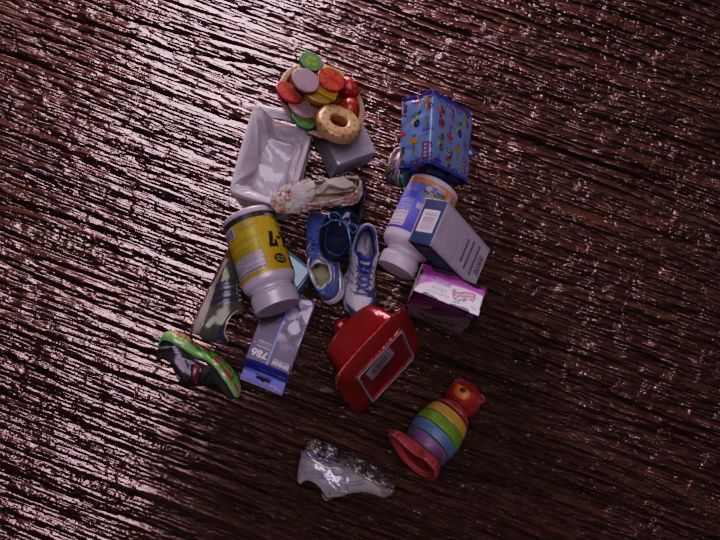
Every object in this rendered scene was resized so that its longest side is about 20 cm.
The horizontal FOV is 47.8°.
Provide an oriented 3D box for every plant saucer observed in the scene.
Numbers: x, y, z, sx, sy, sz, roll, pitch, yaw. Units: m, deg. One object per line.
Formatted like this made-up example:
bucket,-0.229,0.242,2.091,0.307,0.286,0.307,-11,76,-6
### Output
plant saucer,-0.189,-0.033,1.714,0.199,0.019,0.070,38,78,5

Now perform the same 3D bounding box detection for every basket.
basket,-0.182,-0.220,1.703,0.133,0.124,0.204,15,75,0

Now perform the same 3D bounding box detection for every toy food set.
toy food set,-0.079,-0.352,1.672,0.195,0.049,0.203,24,55,-12

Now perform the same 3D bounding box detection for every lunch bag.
lunch bag,0.180,-0.274,1.718,0.198,0.093,0.154,10,80,-43

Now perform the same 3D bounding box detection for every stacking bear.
stacking bear,0.165,0.302,1.609,0.120,0.115,0.200,31,65,29

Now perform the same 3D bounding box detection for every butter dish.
butter dish,0.004,0.150,1.617,0.200,0.200,0.147,-45,59,-11

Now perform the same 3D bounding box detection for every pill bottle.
pill bottle,-0.196,-0.017,1.627,0.112,0.114,0.203,-19,76,-7
pill bottle,0.115,-0.088,1.693,0.110,0.112,0.203,25,77,3

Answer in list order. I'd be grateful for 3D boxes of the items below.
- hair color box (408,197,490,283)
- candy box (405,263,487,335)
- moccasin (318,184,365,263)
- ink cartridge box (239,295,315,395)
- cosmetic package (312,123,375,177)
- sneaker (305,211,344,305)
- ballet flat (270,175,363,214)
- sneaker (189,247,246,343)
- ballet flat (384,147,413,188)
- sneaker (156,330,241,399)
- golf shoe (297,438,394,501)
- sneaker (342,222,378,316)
hair color box,0.183,-0.052,1.649,0.060,0.200,0.101,13,71,41
candy box,0.164,0.062,1.615,0.134,0.200,0.062,21,76,4
moccasin,-0.038,-0.107,1.672,0.079,0.068,0.203,24,50,-14
ink cartridge box,-0.169,0.142,1.664,0.098,0.039,0.204,19,77,1
cosmetic package,-0.056,-0.314,1.749,0.100,0.074,0.203,-22,80,-23
sneaker,-0.076,-0.033,1.679,0.074,0.077,0.204,-19,69,13
ballet flat,-0.083,-0.160,1.615,0.196,0.064,0.077,-12,68,-24
sneaker,-0.272,0.056,1.671,0.089,0.067,0.203,26,72,-11
ballet flat,0.111,-0.268,1.758,0.071,0.072,0.202,32,69,5
sneaker,-0.324,0.201,1.634,0.198,0.077,0.085,34,95,8
golf shoe,-0.032,0.414,1.601,0.197,0.078,0.099,23,94,8
sneaker,0.000,0.000,1.680,0.074,0.088,0.204,2,78,-4
